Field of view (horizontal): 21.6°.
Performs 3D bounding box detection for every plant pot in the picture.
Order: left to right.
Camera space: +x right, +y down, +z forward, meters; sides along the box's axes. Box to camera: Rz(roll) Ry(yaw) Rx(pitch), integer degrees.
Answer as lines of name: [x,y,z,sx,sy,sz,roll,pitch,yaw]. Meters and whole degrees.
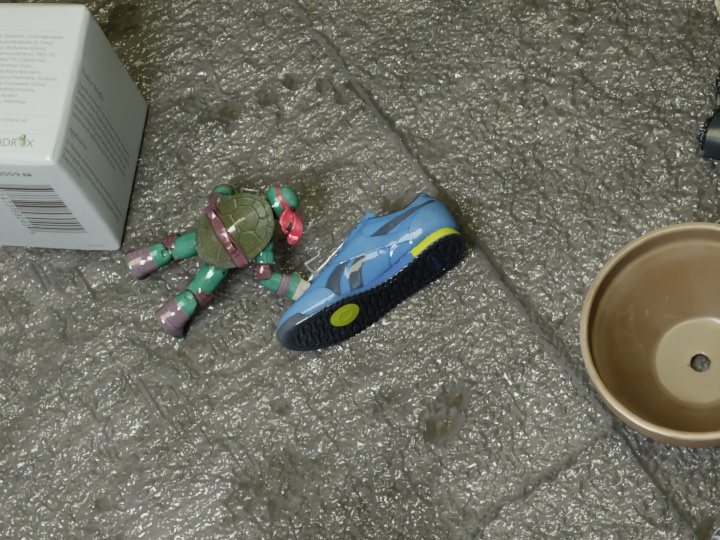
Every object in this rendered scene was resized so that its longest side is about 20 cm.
plant pot: [0.295,0.066,1.648,0.200,0.093,0.202,-4,67,10]

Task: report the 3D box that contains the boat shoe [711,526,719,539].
boat shoe: [0.324,0.250,1.581,0.199,0.072,0.073,-13,60,-4]

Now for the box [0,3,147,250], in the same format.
box: [-0.335,-0.138,1.816,0.199,0.199,0.172,3,68,14]

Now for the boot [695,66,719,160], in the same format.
boot: [0.415,-0.172,1.730,0.168,0.076,0.201,22,80,16]

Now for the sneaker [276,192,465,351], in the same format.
sneaker: [0.000,0.000,1.761,0.200,0.066,0.079,-34,58,-5]

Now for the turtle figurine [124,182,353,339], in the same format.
turtle figurine: [-0.118,-0.029,1.782,0.200,0.101,0.150,-31,61,6]

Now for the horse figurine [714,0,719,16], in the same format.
horse figurine: [0.396,-0.321,1.808,0.199,0.050,0.133,-21,47,12]
